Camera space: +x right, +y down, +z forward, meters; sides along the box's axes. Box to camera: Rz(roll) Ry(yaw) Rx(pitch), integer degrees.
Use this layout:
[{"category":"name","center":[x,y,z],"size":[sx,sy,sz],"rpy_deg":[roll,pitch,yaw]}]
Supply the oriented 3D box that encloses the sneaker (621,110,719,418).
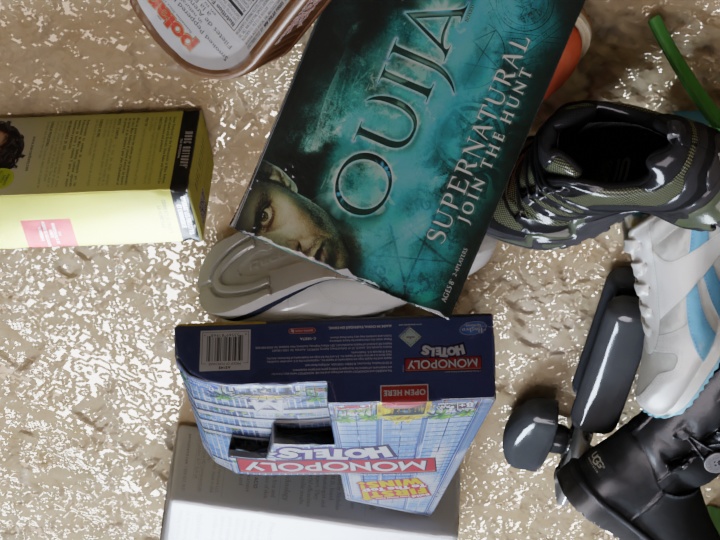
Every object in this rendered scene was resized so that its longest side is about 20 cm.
[{"category":"sneaker","center":[0.193,-0.005,1.548],"size":[0.081,0.077,0.200],"rpy_deg":[12,113,-4]}]

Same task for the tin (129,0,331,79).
[{"category":"tin","center":[-0.061,-0.183,1.386],"size":[0.112,0.042,0.200],"rpy_deg":[52,136,9]}]

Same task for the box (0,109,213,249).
[{"category":"box","center":[-0.193,-0.053,1.553],"size":[0.200,0.075,0.050],"rpy_deg":[-2,136,6]}]

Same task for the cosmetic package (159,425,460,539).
[{"category":"cosmetic package","center":[-0.036,0.175,1.775],"size":[0.200,0.074,0.102],"rpy_deg":[8,136,-5]}]

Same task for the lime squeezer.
[{"category":"lime squeezer","center":[0.242,-0.072,1.466],"size":[0.200,0.038,0.071],"rpy_deg":[26,99,-1]}]

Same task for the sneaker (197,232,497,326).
[{"category":"sneaker","center":[0.000,0.000,1.600],"size":[0.200,0.076,0.081],"rpy_deg":[-12,143,26]}]

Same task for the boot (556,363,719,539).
[{"category":"boot","center":[0.249,0.109,1.673],"size":[0.200,0.066,0.165],"rpy_deg":[-43,137,15]}]

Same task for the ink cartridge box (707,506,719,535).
[{"category":"ink cartridge box","center":[0.241,0.290,1.774],"size":[0.084,0.200,0.145],"rpy_deg":[21,134,-17]}]

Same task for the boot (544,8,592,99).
[{"category":"boot","center":[0.052,-0.081,1.479],"size":[0.200,0.107,0.075],"rpy_deg":[-32,123,31]}]

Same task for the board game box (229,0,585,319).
[{"category":"board game box","center":[0.026,-0.090,1.426],"size":[0.135,0.028,0.200],"rpy_deg":[22,96,-2]}]

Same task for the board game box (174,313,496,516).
[{"category":"board game box","center":[-0.010,0.099,1.657],"size":[0.200,0.062,0.200],"rpy_deg":[-2,153,4]}]

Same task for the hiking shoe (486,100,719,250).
[{"category":"hiking shoe","center":[0.123,-0.066,1.466],"size":[0.200,0.076,0.101],"rpy_deg":[-6,150,40]}]

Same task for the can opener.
[{"category":"can opener","center":[0.144,0.079,1.671],"size":[0.066,0.053,0.200],"rpy_deg":[12,135,-8]}]
